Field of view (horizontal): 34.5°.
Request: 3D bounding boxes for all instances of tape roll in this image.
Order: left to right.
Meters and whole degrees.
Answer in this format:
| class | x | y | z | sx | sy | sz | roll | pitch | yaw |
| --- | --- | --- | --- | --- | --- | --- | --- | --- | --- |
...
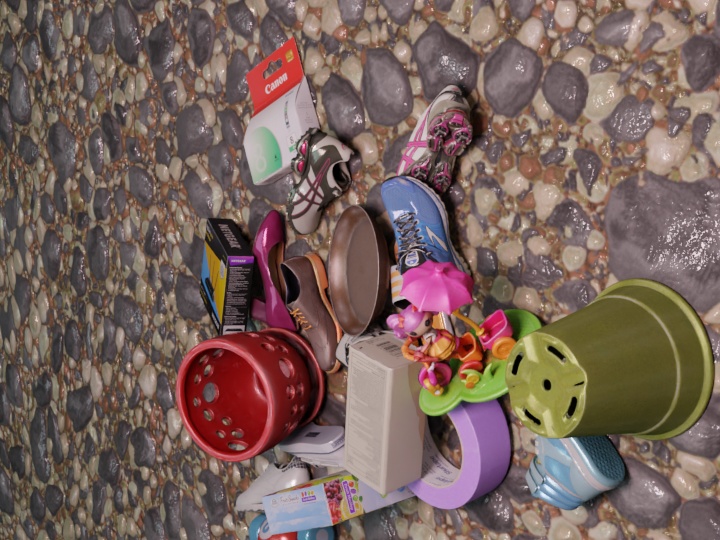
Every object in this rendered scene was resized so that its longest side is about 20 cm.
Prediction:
| class | x | y | z | sx | sy | sz | roll | pitch | yaw |
| --- | --- | --- | --- | --- | --- | --- | --- | --- | --- |
| tape roll | 0.120 | 0.235 | 1.658 | 0.200 | 0.066 | 0.201 | 22 | 119 | 45 |

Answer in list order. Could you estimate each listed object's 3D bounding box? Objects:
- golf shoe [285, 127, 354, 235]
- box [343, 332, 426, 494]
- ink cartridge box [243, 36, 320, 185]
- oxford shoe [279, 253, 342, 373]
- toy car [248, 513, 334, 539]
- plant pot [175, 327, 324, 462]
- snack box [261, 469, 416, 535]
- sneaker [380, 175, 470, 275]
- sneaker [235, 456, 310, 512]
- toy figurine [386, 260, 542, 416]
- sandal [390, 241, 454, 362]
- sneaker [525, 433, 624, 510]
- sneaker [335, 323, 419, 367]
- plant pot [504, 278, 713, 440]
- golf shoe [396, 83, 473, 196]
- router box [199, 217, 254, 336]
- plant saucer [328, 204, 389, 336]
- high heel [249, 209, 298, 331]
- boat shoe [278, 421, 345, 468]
| class | x | y | z | sx | sy | sz | roll | pitch | yaw |
| --- | --- | --- | --- | --- | --- | --- | --- | --- | --- |
| golf shoe | -0.065 | -0.126 | 1.824 | 0.088 | 0.077 | 0.200 | 22 | 135 | 13 |
| box | 0.036 | 0.201 | 1.633 | 0.095 | 0.078 | 0.201 | 27 | 123 | 43 |
| ink cartridge box | -0.142 | -0.261 | 1.918 | 0.161 | 0.050 | 0.201 | -25 | 79 | 49 |
| oxford shoe | -0.085 | 0.074 | 1.886 | 0.071 | 0.073 | 0.201 | -28 | 75 | 48 |
| toy car | -0.160 | 0.511 | 1.949 | 0.184 | 0.200 | 0.178 | -11 | 93 | 50 |
| plant pot | -0.173 | 0.192 | 1.897 | 0.200 | 0.182 | 0.201 | 6 | 103 | 29 |
| snack box | -0.020 | 0.337 | 1.754 | 0.168 | 0.200 | 0.068 | -23 | 79 | 49 |
| sneaker | 0.085 | -0.039 | 1.607 | 0.078 | 0.089 | 0.200 | -26 | 94 | 32 |
| sneaker | -0.151 | 0.381 | 2.035 | 0.200 | 0.076 | 0.081 | -25 | 66 | 45 |
| toy figurine | 0.106 | 0.073 | 1.507 | 0.200 | 0.184 | 0.150 | -36 | 31 | 15 |
| sandal | 0.085 | 0.047 | 1.686 | 0.079 | 0.059 | 0.207 | -28 | 76 | 48 |
| sneaker | 0.242 | 0.222 | 1.512 | 0.131 | 0.079 | 0.200 | -53 | 56 | 40 |
| sneaker | 0.004 | 0.122 | 1.771 | 0.200 | 0.087 | 0.076 | -11 | 91 | 58 |
| plant pot | 0.277 | 0.120 | 1.364 | 0.200 | 0.190 | 0.201 | 11 | 105 | 48 |
| golf shoe | 0.103 | -0.171 | 1.632 | 0.200 | 0.072 | 0.092 | 122 | 158 | -44 |
| router box | -0.235 | 0.010 | 2.024 | 0.200 | 0.051 | 0.150 | -130 | 45 | -62 |
| plant saucer | 0.000 | 0.000 | 1.768 | 0.200 | 0.032 | 0.201 | 180 | 90 | -66 |
| high heel | -0.130 | 0.002 | 1.954 | 0.096 | 0.067 | 0.201 | 16 | 111 | 27 |
| boat shoe | -0.074 | 0.296 | 1.915 | 0.065 | 0.073 | 0.200 | 60 | 156 | -12 |
